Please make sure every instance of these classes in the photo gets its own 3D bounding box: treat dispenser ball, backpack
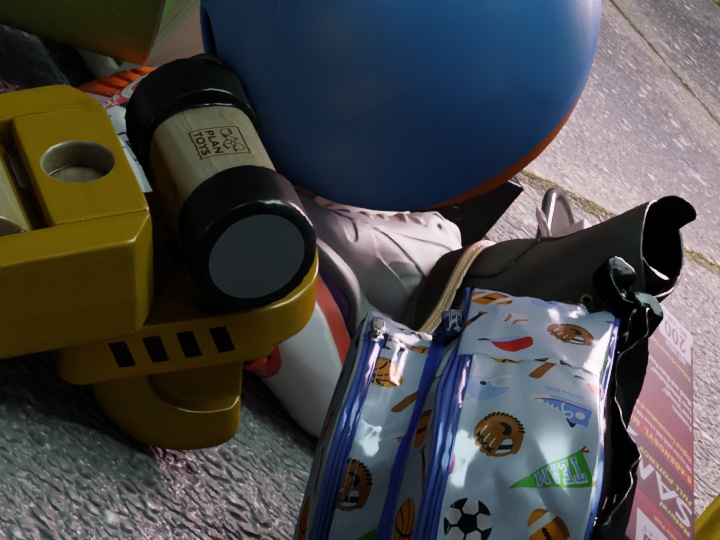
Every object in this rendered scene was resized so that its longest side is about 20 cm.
[{"bbox_3d":[0.020,-0.130,1.451,0.200,0.201,0.201,36,17,-13],"label":"treat dispenser ball"},{"bbox_3d":[0.048,0.109,1.211,0.153,0.201,0.191,5,19,-2],"label":"backpack"}]

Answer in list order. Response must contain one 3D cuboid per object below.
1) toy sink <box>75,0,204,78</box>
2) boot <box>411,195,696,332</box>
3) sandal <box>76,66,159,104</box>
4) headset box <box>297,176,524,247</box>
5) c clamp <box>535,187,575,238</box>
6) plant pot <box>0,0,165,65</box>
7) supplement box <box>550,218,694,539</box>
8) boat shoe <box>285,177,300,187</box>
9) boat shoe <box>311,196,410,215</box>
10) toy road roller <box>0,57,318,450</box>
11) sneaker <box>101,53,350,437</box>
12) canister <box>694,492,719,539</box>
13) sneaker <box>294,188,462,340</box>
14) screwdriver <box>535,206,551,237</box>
[{"bbox_3d":[-0.116,-0.187,1.676,0.112,0.130,0.200,30,19,-52],"label":"toy sink"},{"bbox_3d":[0.085,0.044,1.427,0.078,0.138,0.201,47,40,-31],"label":"boot"},{"bbox_3d":[-0.126,-0.057,1.485,0.079,0.060,0.206,31,29,33],"label":"sandal"},{"bbox_3d":[-0.013,-0.104,1.809,0.148,0.077,0.200,20,28,-50],"label":"headset box"},{"bbox_3d":[0.124,0.046,1.694,0.200,0.027,0.172,-68,150,-61],"label":"c clamp"},{"bbox_3d":[-0.197,-0.211,1.504,0.198,0.188,0.187,6,25,-10],"label":"plant pot"},{"bbox_3d":[0.121,0.082,1.517,0.109,0.061,0.201,45,33,-30],"label":"supplement box"},{"bbox_3d":[-0.028,-0.080,1.590,0.198,0.076,0.074,4,-6,6],"label":"boat shoe"},{"bbox_3d":[0.019,0.006,1.628,0.199,0.059,0.072,17,69,-46],"label":"boat shoe"},{"bbox_3d":[-0.116,0.007,1.274,0.199,0.147,0.123,-8,37,-17],"label":"toy road roller"},{"bbox_3d":[-0.080,0.007,1.406,0.067,0.108,0.202,-5,-70,59],"label":"sneaker"},{"bbox_3d":[0.227,0.167,1.521,0.086,0.149,0.200,39,18,-5],"label":"canister"},{"bbox_3d":[0.000,0.000,1.527,0.200,0.075,0.100,38,51,-33],"label":"sneaker"},{"bbox_3d":[0.128,0.058,1.635,0.028,0.029,0.201,15,-47,64],"label":"screwdriver"}]
